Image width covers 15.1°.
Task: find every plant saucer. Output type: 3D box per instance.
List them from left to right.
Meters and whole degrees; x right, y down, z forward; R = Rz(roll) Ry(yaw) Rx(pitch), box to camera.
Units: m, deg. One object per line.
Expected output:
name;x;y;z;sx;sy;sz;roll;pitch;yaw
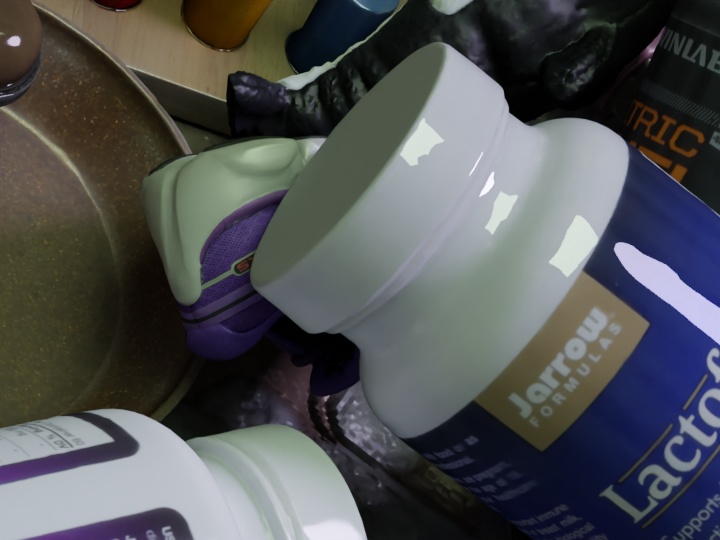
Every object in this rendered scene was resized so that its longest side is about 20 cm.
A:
plant saucer;-0.143;-0.012;0.889;0.200;0.037;0.201;16;51;-21

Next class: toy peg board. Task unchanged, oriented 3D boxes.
toy peg board;-0.054;-0.164;1.007;0.199;0.098;0.200;19;51;-18

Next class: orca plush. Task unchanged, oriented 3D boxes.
orca plush;0.051;-0.085;0.952;0.200;0.105;0.071;-16;29;-15

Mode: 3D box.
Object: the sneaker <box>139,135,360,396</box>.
sneaker;0.000;0.000;0.935;0.200;0.081;0.084;-3;84;-49

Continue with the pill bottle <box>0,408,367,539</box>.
pill bottle;-0.100;0.101;0.782;0.200;0.111;0.112;-10;64;-35

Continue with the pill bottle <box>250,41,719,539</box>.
pill bottle;0.072;0.026;0.838;0.200;0.116;0.116;37;47;-13

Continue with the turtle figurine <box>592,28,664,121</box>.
turtle figurine;0.132;-0.092;1.070;0.200;0.101;0.150;58;9;14

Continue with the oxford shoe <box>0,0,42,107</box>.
oxford shoe;-0.172;-0.124;0.859;0.200;0.084;0.073;38;44;-24

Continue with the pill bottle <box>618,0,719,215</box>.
pill bottle;0.140;-0.033;0.950;0.106;0.200;0.106;23;7;-3

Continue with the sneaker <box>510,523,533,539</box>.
sneaker;0.069;0.141;0.886;0.078;0.070;0.200;22;43;-14
